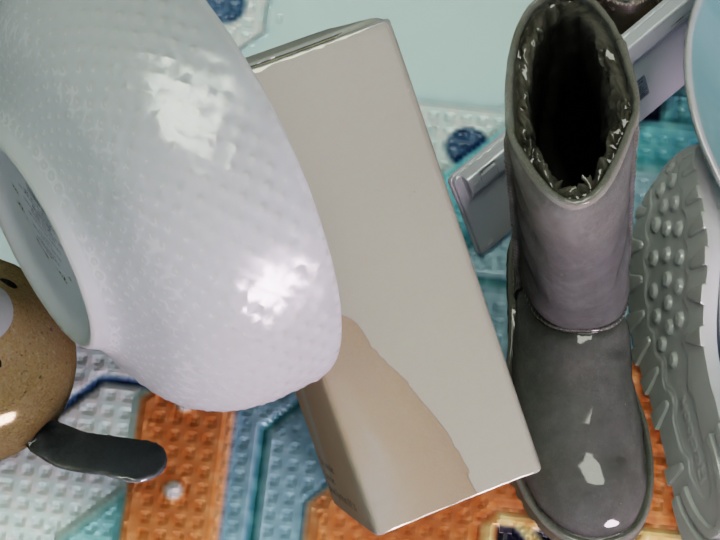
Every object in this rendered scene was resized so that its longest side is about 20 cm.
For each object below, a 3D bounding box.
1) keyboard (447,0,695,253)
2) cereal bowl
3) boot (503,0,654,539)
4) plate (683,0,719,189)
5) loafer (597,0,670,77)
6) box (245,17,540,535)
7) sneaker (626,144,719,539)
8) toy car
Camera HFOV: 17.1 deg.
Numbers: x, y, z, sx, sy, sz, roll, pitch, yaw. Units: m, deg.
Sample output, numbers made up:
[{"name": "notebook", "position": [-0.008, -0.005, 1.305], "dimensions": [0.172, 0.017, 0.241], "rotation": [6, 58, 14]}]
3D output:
[{"name": "keyboard", "position": [0.122, -0.086, 1.110], "dimensions": [0.200, 0.056, 0.011], "rotation": [-39, 56, -12]}, {"name": "cereal bowl", "position": [-0.093, -0.029, 0.945], "dimensions": [0.083, 0.200, 0.200], "rotation": [-28, 71, -18]}, {"name": "boot", "position": [0.092, 0.007, 0.997], "dimensions": [0.072, 0.200, 0.182], "rotation": [-8, 68, -7]}, {"name": "plate", "position": [0.226, -0.063, 1.096], "dimensions": [0.200, 0.026, 0.201], "rotation": [13, 62, -25]}, {"name": "loafer", "position": [0.128, -0.189, 1.150], "dimensions": [0.073, 0.071, 0.201], "rotation": [-3, 68, -4]}, {"name": "box", "position": [0.000, 0.000, 1.012], "dimensions": [0.078, 0.095, 0.201], "rotation": [-21, 97, -10]}, {"name": "sneaker", "position": [0.173, 0.039, 1.065], "dimensions": [0.080, 0.076, 0.201], "rotation": [0, 68, -18]}, {"name": "toy car", "position": [-0.173, 0.026, 1.019], "dimensions": [0.199, 0.158, 0.165], "rotation": [14, 54, -10]}]
